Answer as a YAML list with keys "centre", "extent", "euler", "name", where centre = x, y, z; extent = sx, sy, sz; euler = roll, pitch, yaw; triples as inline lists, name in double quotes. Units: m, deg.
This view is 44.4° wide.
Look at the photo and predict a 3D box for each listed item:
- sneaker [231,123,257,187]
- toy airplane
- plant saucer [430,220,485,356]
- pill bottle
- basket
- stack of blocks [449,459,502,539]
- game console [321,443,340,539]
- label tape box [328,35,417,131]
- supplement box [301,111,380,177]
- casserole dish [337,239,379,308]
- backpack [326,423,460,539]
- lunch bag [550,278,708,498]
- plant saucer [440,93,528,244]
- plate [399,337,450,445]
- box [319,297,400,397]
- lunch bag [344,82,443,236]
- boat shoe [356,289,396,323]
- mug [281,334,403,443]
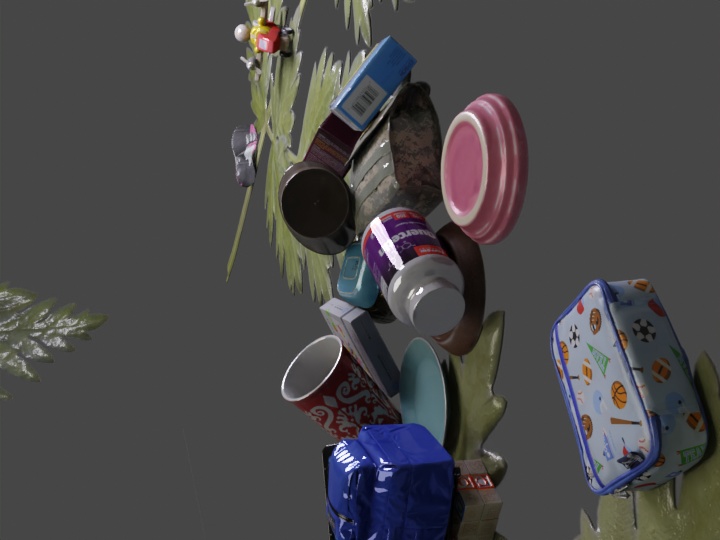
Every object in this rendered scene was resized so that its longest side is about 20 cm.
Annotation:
- centre: [-0.365, -0.355, 2.760]
  extent: [0.086, 0.079, 0.204]
  euler: [144, 130, -81]
  name: "sneaker"
- centre: [-0.264, -0.630, 2.330]
  extent: [0.199, 0.139, 0.204]
  euler: [141, 126, -68]
  name: "toy airplane"
- centre: [0.130, 0.026, 1.318]
  extent: [0.200, 0.034, 0.204]
  euler: [180, 90, -72]
  name: "plant saucer"
- centre: [0.077, 0.002, 1.248]
  extent: [0.201, 0.111, 0.114]
  euler: [-118, 33, -54]
  name: "pill bottle"
- centre: [-0.074, -0.110, 1.511]
  extent: [0.182, 0.135, 0.200]
  euler: [58, 180, -3]
  name: "basket"
- centre: [0.137, 0.369, 1.268]
  extent: [0.116, 0.058, 0.203]
  euler: [-118, 32, -55]
  name: "stack of blocks"
- centre: [0.014, 0.397, 1.556]
  extent: [0.176, 0.114, 0.203]
  euler: [134, 132, -65]
  name: "game console"
- centre: [0.015, -0.311, 1.486]
  extent: [0.144, 0.066, 0.200]
  euler: [-52, 9, 4]
  name: "label tape box"
- centre: [-0.043, -0.237, 1.682]
  extent: [0.111, 0.085, 0.200]
  euler: [-57, 3, -27]
  name: "supplement box"
- centre: [0.000, 0.000, 1.533]
  extent: [0.200, 0.038, 0.123]
  euler: [-177, 101, -75]
  name: "casserole dish"
- centre: [0.036, 0.332, 1.224]
  extent: [0.163, 0.165, 0.204]
  euler: [-131, 43, -73]
  name: "backpack"
- centre: [0.255, 0.121, 0.874]
  extent: [0.161, 0.074, 0.203]
  euler: [117, 149, -59]
  name: "lunch bag"
- centre: [0.159, -0.137, 1.193]
  extent: [0.200, 0.050, 0.204]
  euler: [180, 90, -72]
  name: "plant saucer"
- centre: [0.107, 0.208, 1.408]
  extent: [0.200, 0.025, 0.204]
  euler: [180, 90, -73]
  name: "plate"
- centre: [0.002, 0.135, 1.595]
  extent: [0.158, 0.041, 0.200]
  euler: [62, 168, -14]
  name: "box"
- centre: [0.052, -0.177, 1.406]
  extent: [0.164, 0.116, 0.203]
  euler: [-44, 48, 54]
  name: "lunch bag"
- centre: [0.042, 0.045, 1.548]
  extent: [0.200, 0.072, 0.066]
  euler: [140, 147, -68]
  name: "boat shoe"
- centre: [-0.018, 0.212, 1.514]
  extent: [0.132, 0.200, 0.179]
  euler: [-29, 29, 27]
  name: "mug"
